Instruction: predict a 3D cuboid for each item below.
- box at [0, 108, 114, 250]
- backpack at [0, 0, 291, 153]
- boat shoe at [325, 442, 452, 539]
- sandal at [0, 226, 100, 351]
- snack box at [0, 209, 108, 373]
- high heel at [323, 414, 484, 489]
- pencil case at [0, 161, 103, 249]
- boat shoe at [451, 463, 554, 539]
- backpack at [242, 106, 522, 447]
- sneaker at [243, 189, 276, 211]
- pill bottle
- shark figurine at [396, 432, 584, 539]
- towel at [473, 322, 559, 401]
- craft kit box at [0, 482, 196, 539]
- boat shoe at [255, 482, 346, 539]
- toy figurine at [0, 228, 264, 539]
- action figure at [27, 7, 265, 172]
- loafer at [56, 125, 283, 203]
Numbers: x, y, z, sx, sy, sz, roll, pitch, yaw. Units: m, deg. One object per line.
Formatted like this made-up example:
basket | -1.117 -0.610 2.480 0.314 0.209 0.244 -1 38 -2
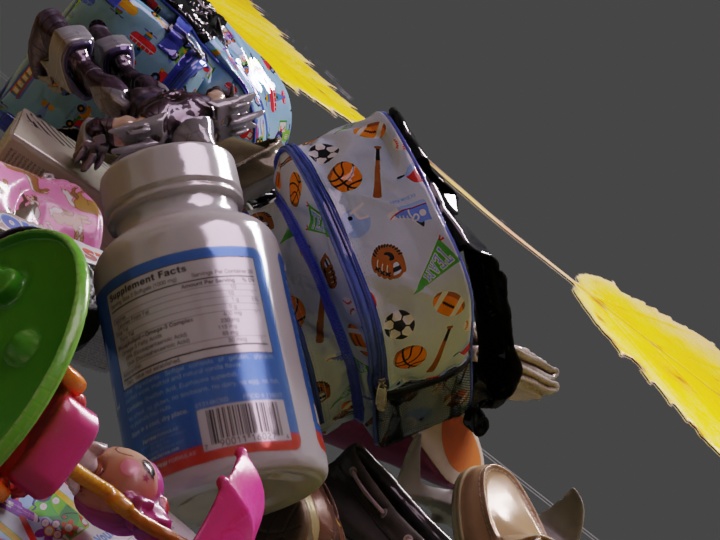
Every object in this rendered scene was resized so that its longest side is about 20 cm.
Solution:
box | -0.172 -0.018 1.207 0.199 0.082 0.068 35 14 -15
backpack | -0.160 -0.123 1.373 0.200 0.182 0.135 44 16 -9
boat shoe | 0.047 0.181 1.100 0.199 0.057 0.067 35 3 27
sandal | -0.191 0.009 0.955 0.076 0.048 0.200 58 21 12
snack box | -0.211 0.004 1.057 0.199 0.072 0.024 24 24 -42
high heel | 0.007 0.116 1.275 0.199 0.095 0.068 32 53 -46
pencil case | -0.255 -0.041 1.074 0.199 0.083 0.087 23 21 -41
boat shoe | 0.118 0.204 1.141 0.071 0.065 0.201 10 46 -36
backpack | 0.000 0.000 1.113 0.201 0.153 0.191 57 -22 27
sneaker | -0.082 -0.025 1.307 0.199 0.080 0.078 17 24 35
pill bottle | -0.091 0.035 1.002 0.112 0.112 0.202 17 54 -53
shark figurine | 0.112 0.182 1.262 0.214 0.090 0.128 38 13 -5
towel | 0.035 0.066 1.292 0.198 0.035 0.132 -2 -18 33
craft kit box | -0.184 0.116 0.849 0.197 0.049 0.200 42 15 6
boat shoe | -0.069 0.111 1.089 0.067 0.072 0.201 28 23 -49
toy figurine | -0.129 0.091 0.797 0.184 0.151 0.199 44 -16 -33
action figure | -0.148 -0.111 1.198 0.129 0.070 0.200 -7 32 -37
loafer | -0.143 -0.080 1.270 0.198 0.070 0.075 -4 15 13
